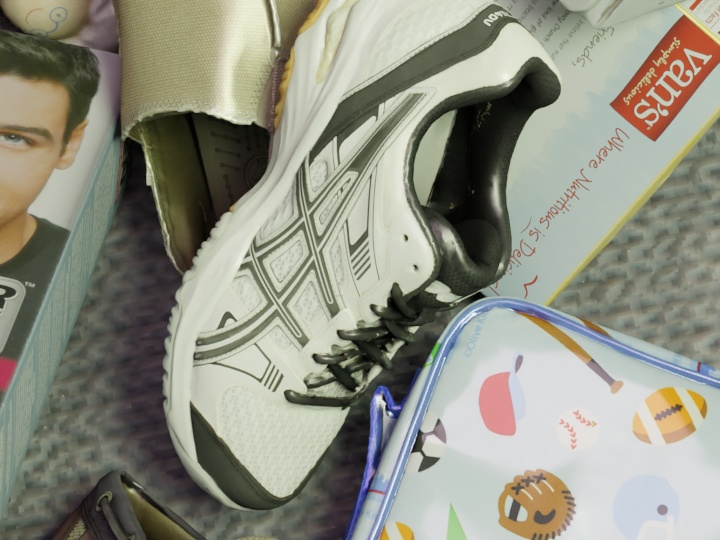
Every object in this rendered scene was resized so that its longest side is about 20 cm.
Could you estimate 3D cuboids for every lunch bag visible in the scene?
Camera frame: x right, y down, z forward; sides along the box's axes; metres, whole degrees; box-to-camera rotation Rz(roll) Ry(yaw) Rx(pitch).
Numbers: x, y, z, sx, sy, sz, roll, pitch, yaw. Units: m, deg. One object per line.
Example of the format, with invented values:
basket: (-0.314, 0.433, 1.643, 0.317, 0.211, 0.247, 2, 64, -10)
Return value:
lunch bag: (0.064, 0.112, 0.766, 0.159, 0.076, 0.201, 20, 74, 8)

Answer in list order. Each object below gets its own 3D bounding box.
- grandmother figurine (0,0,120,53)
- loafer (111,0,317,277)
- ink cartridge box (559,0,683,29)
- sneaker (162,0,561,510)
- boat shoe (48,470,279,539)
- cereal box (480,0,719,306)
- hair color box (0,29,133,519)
grandmother figurine: (-0.166, -0.129, 0.803, 0.199, 0.121, 0.061, 25, 62, -29)
loafer: (-0.050, -0.076, 0.769, 0.075, 0.068, 0.201, -4, 114, 33)
ink cartridge box: (0.126, -0.181, 0.737, 0.199, 0.084, 0.146, -23, 74, -32)
sneaker: (0.000, 0.000, 0.736, 0.088, 0.075, 0.201, 33, 112, 37)
boat shoe: (-0.041, 0.115, 0.715, 0.200, 0.072, 0.065, 20, 84, 50)
cereal box: (0.027, -0.093, 0.785, 0.200, 0.144, 0.040, 42, 39, 2)
hair color box: (-0.145, -0.001, 0.753, 0.098, 0.061, 0.201, 12, 42, 2)
